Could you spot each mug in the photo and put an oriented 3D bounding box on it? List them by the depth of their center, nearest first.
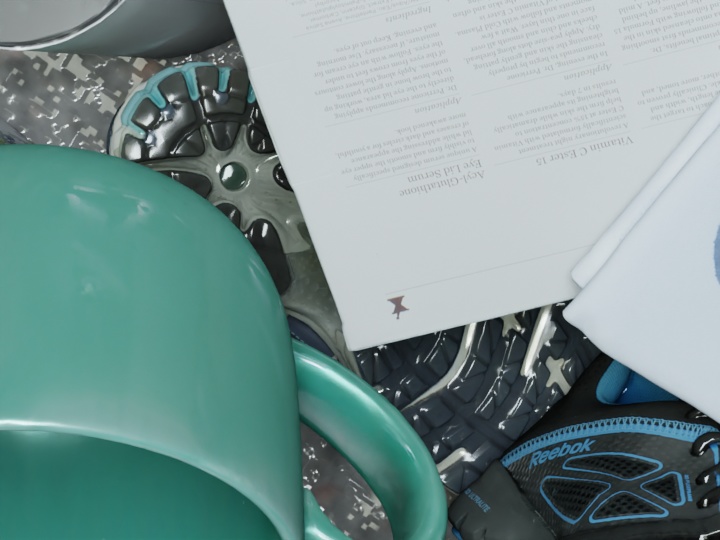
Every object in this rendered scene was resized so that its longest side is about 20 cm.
[{"bbox_3d":[-0.083,0.045,0.675,0.151,0.185,0.115,-27,48,27],"label":"mug"}]

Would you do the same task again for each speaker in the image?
[{"bbox_3d":[-0.078,-0.103,0.707,0.080,0.200,0.082,1,94,8],"label":"speaker"}]

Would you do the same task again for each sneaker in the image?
[{"bbox_3d":[0.090,0.076,0.666,0.073,0.200,0.082,38,88,-27],"label":"sneaker"},{"bbox_3d":[0.000,0.000,0.772,0.200,0.086,0.078,41,84,-18],"label":"sneaker"}]

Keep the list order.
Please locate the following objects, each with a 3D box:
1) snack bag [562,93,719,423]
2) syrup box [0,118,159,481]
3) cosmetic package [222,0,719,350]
[{"bbox_3d":[0.186,-0.005,0.633,0.199,0.021,0.189,33,115,-9],"label":"snack bag"},{"bbox_3d":[-0.123,0.004,0.783,0.199,0.079,0.082,36,99,4],"label":"syrup box"},{"bbox_3d":[0.069,-0.072,0.651,0.198,0.052,0.152,-13,116,12],"label":"cosmetic package"}]
